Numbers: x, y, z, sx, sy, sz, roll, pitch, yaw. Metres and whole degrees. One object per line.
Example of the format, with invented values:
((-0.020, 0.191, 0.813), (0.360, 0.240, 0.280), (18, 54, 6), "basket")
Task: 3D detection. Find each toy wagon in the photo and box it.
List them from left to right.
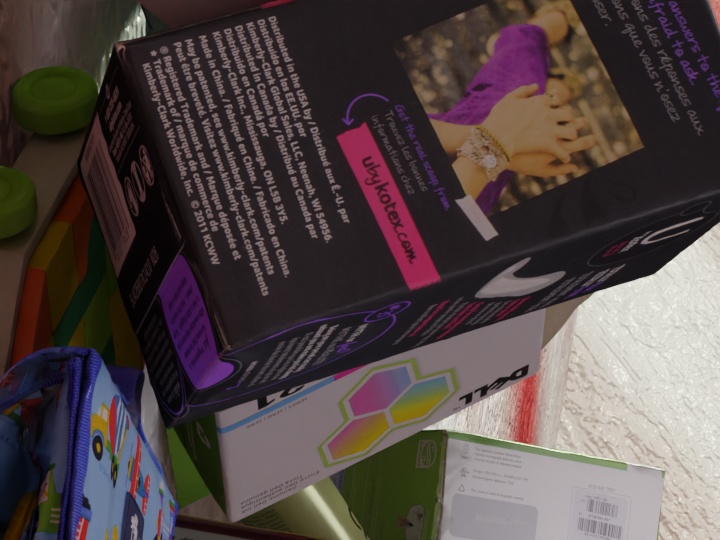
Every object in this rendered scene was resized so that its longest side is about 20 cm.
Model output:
((-0.109, 0.002, 0.858), (0.201, 0.039, 0.156), (-69, 162, -51), "toy wagon")

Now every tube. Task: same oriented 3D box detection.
((-0.018, 0.139, 1.123), (0.201, 0.052, 0.058), (56, 17, -17), "tube")

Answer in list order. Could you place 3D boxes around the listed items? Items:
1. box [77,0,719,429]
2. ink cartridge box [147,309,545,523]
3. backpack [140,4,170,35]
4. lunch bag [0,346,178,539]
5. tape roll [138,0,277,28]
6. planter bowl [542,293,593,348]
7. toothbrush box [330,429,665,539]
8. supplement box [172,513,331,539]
((0.018, -0.035, 0.768), (0.122, 0.199, 0.107), (132, -60, -69), "box")
((-0.005, 0.044, 0.924), (0.076, 0.147, 0.201), (56, -17, 30), "ink cartridge box")
((0.004, -0.125, 0.945), (0.151, 0.198, 0.178), (92, -4, -48), "backpack")
((-0.112, 0.124, 0.748), (0.151, 0.093, 0.201), (71, 32, -66), "lunch bag")
((-0.041, -0.179, 0.782), (0.202, 0.070, 0.204), (40, 40, -45), "tape roll")
((0.000, 0.000, 1.095), (0.135, 0.200, 0.200), (-55, 165, -6), "planter bowl")
((0.047, 0.138, 1.234), (0.200, 0.145, 0.087), (-11, -110, 59), "toothbrush box")
((-0.058, 0.189, 1.055), (0.200, 0.109, 0.086), (76, 25, -62), "supplement box")
